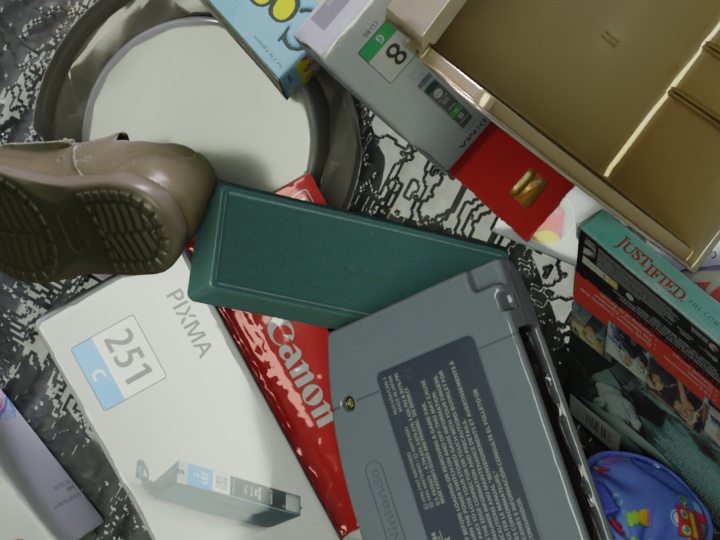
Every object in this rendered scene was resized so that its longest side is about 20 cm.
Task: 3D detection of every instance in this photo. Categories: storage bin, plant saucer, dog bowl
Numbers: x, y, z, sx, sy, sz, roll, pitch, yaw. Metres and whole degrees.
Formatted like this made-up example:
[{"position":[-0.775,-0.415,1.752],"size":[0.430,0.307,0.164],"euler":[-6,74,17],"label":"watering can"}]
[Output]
[{"position":[0.146,-0.138,0.798],"size":[0.200,0.198,0.094],"euler":[-53,41,8],"label":"storage bin"},{"position":[0.000,0.000,0.931],"size":[0.199,0.019,0.071],"euler":[12,76,-25],"label":"plant saucer"},{"position":[-0.092,-0.077,0.980],"size":[0.198,0.059,0.202],"euler":[0,93,8],"label":"dog bowl"}]

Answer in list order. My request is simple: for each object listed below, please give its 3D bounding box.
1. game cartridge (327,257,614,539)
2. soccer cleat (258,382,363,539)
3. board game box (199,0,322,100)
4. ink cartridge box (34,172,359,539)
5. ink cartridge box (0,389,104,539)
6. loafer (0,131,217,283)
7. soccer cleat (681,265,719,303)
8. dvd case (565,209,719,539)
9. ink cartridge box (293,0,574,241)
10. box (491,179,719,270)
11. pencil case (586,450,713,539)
[{"position":[0.055,0.110,0.875],"size":[0.133,0.041,0.202],"euler":[-25,77,35],"label":"game cartridge"},{"position":[-0.035,0.100,0.980],"size":[0.077,0.069,0.201],"euler":[-37,93,0],"label":"soccer cleat"},{"position":[-0.002,-0.201,0.888],"size":[0.200,0.103,0.105],"euler":[-42,90,0],"label":"board game box"},{"position":[-0.058,0.072,0.922],"size":[0.175,0.045,0.201],"euler":[-29,96,-3],"label":"ink cartridge box"},{"position":[-0.277,0.130,1.001],"size":[0.144,0.085,0.200],"euler":[-40,88,7],"label":"ink cartridge box"},{"position":[-0.154,-0.037,0.917],"size":[0.199,0.067,0.077],"euler":[9,123,41],"label":"loafer"},{"position":[0.225,0.077,0.878],"size":[0.067,0.076,0.201],"euler":[-44,126,-25],"label":"soccer cleat"},{"position":[0.168,0.069,0.868],"size":[0.022,0.201,0.146],"euler":[-38,62,-19],"label":"dvd case"},{"position":[0.087,-0.119,0.859],"size":[0.200,0.050,0.161],"euler":[39,95,-32],"label":"ink cartridge box"},{"position":[0.184,-0.087,0.951],"size":[0.155,0.041,0.201],"euler":[22,94,5],"label":"box"},{"position":[0.115,0.194,0.919],"size":[0.086,0.078,0.201],"euler":[7,125,-31],"label":"pencil case"}]
